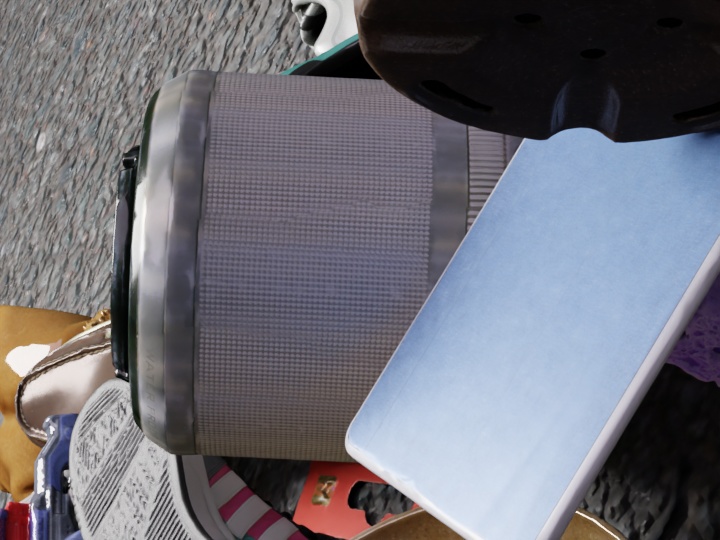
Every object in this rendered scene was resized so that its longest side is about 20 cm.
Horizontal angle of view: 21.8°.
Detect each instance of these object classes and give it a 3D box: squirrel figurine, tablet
[{"bbox_3d":[-0.159,0.123,1.083,0.200,0.141,0.188,-12,63,60],"label":"squirrel figurine"},{"bbox_3d":[0.076,-0.001,0.649,0.201,0.014,0.130,-59,32,-2],"label":"tablet"}]

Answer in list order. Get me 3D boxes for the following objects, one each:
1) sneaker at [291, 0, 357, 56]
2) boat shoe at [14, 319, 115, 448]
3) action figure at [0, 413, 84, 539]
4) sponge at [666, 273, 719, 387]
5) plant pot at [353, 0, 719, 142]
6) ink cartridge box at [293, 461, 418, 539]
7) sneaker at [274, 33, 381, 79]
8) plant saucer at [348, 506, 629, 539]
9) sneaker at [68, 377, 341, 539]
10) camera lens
[{"bbox_3d":[-0.009,-0.175,1.111,0.081,0.075,0.200,-33,32,7],"label":"sneaker"},{"bbox_3d":[-0.102,0.054,0.949,0.201,0.075,0.075,-14,84,25],"label":"boat shoe"},{"bbox_3d":[-0.132,0.185,0.913,0.105,0.193,0.201,-39,36,40],"label":"action figure"},{"bbox_3d":[0.139,-0.025,0.706,0.030,0.111,0.200,-49,31,30],"label":"sponge"},{"bbox_3d":[0.078,-0.160,0.599,0.200,0.200,0.199,-25,56,50],"label":"plant pot"},{"bbox_3d":[0.020,0.033,0.937,0.162,0.057,0.201,-4,59,59],"label":"ink cartridge box"},{"bbox_3d":[0.038,-0.092,0.893,0.199,0.072,0.080,-25,10,-12],"label":"sneaker"},{"bbox_3d":[0.029,0.172,0.685,0.199,0.035,0.201,-22,36,17],"label":"plant saucer"},{"bbox_3d":[-0.050,0.133,0.876,0.084,0.121,0.200,-49,51,14],"label":"sneaker"},{"bbox_3d":[0.000,0.000,0.783,0.160,0.199,0.161,-177,90,-88],"label":"camera lens"}]
